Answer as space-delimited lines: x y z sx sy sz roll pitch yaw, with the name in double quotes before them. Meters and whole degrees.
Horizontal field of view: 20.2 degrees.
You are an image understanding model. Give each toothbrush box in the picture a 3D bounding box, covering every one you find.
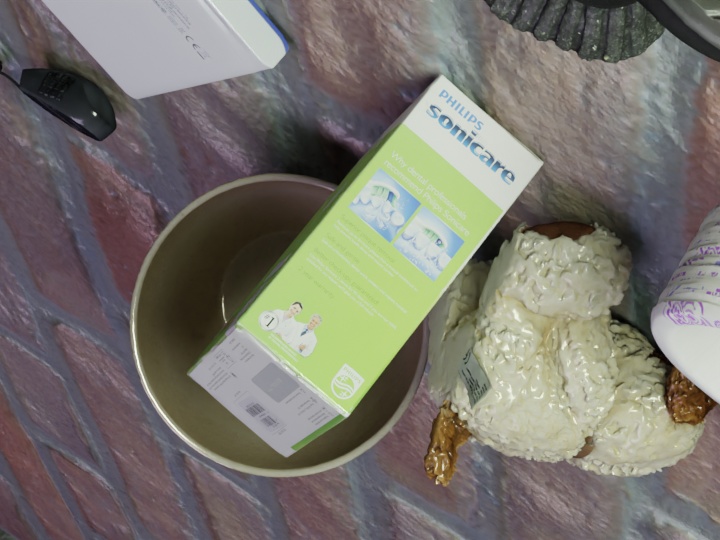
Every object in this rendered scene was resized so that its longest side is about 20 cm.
"toothbrush box" 0.000 0.000 1.204 0.086 0.200 0.146 39 158 -4

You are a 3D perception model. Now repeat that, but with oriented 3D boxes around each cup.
"cup" -0.053 0.028 1.399 0.200 0.201 0.143 41 -175 -5

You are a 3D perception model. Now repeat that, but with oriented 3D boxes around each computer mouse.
"computer mouse" -0.252 -0.148 1.553 0.199 0.034 0.059 28 173 37

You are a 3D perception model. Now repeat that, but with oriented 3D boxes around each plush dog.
"plush dog" 0.133 0.074 1.246 0.171 0.162 0.200 19 162 -14

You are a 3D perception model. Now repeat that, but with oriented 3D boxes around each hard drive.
"hard drive" -0.141 -0.175 1.322 0.132 0.025 0.200 48 156 -21

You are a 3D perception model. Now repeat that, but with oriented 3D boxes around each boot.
"boot" 0.122 -0.131 0.874 0.212 0.079 0.158 58 163 29

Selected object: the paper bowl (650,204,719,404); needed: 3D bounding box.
"paper bowl" 0.249 0.031 0.973 0.200 0.105 0.201 30 168 7
